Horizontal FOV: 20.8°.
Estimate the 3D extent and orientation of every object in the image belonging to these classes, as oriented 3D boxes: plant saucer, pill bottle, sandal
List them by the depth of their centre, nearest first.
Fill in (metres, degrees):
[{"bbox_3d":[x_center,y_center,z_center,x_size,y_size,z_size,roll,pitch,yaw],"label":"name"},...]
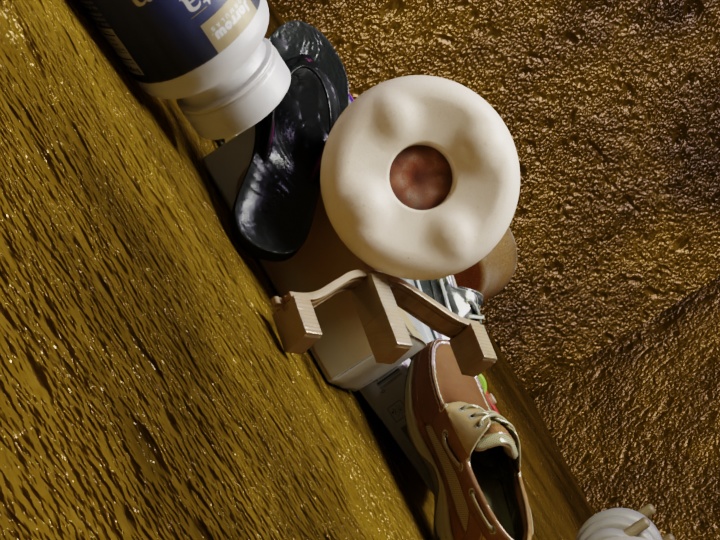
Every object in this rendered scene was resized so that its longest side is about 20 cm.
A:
[{"bbox_3d":[-0.132,-0.192,1.369,0.200,0.111,0.111,55,6,-32],"label":"pill bottle"},{"bbox_3d":[-0.045,-0.102,1.436,0.048,0.075,0.202,130,-28,-57],"label":"sandal"},{"bbox_3d":[0.060,-0.017,2.002,0.201,0.199,0.036,55,38,-35],"label":"plant saucer"}]

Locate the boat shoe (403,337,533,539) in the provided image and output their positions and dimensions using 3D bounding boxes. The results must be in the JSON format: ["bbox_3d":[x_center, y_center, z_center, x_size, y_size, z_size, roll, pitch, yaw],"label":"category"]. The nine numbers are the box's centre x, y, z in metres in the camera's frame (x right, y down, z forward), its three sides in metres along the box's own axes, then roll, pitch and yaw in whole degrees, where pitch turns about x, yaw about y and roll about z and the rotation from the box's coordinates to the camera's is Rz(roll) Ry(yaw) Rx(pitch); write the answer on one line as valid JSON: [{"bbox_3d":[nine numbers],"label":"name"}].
[{"bbox_3d":[0.090,0.140,1.481,0.075,0.074,0.201,10,53,-36],"label":"boat shoe"}]

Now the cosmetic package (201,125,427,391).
[{"bbox_3d":[-0.034,-0.013,1.496,0.201,0.071,0.105,59,6,11],"label":"cosmetic package"}]

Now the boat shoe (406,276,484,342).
[{"bbox_3d":[0.071,0.033,1.659,0.072,0.070,0.201,66,4,-72],"label":"boat shoe"}]

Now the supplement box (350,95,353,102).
[{"bbox_3d":[-0.008,-0.089,2.076,0.200,0.101,0.104,56,4,-36],"label":"supplement box"}]

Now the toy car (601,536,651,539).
[{"bbox_3d":[0.105,0.239,1.001,0.150,0.175,0.201,2,-48,53],"label":"toy car"}]

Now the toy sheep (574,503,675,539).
[{"bbox_3d":[0.351,0.380,2.634,0.138,0.137,0.200,59,14,7],"label":"toy sheep"}]

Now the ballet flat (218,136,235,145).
[{"bbox_3d":[-0.067,-0.064,1.616,0.075,0.068,0.200,5,44,-57],"label":"ballet flat"}]

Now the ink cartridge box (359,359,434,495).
[{"bbox_3d":[0.039,0.100,1.633,0.163,0.057,0.200,54,9,2],"label":"ink cartridge box"}]

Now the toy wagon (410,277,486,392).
[{"bbox_3d":[0.074,0.053,1.776,0.155,0.039,0.202,1,81,-76],"label":"toy wagon"}]

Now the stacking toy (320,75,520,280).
[{"bbox_3d":[0.034,-0.063,1.482,0.147,0.146,0.200,58,-7,-1],"label":"stacking toy"}]

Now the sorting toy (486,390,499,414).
[{"bbox_3d":[0.054,0.065,1.937,0.199,0.069,0.200,54,7,-42],"label":"sorting toy"}]

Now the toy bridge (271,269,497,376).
[{"bbox_3d":[0.013,0.033,1.390,0.199,0.027,0.068,10,49,-43],"label":"toy bridge"}]
